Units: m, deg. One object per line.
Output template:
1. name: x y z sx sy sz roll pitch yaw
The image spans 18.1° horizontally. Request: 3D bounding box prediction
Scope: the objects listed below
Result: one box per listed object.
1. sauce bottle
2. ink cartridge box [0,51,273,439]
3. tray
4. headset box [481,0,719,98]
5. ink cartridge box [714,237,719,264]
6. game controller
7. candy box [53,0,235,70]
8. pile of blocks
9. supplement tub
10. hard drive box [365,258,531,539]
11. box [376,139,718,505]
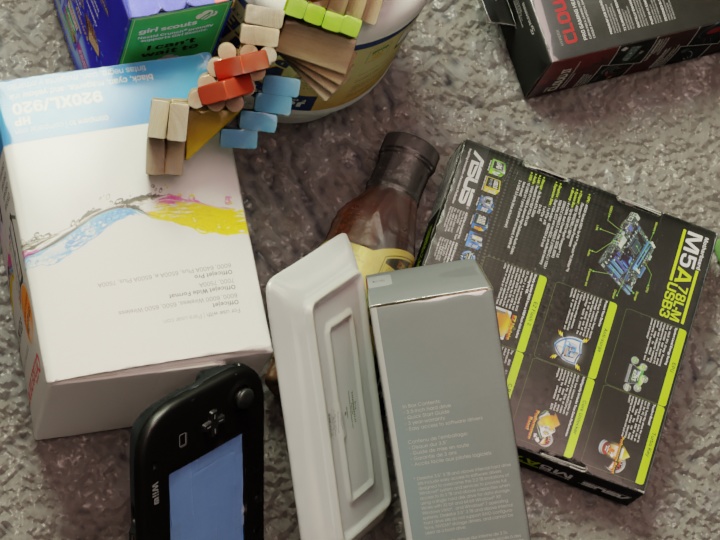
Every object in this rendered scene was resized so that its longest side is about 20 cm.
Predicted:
1. sauce bottle: 0.000 0.000 1.511 0.066 0.066 0.200 24 72 -3
2. ink cartridge box: -0.152 -0.012 1.441 0.144 0.147 0.200 -9 74 -14
3. tray: -0.014 0.086 1.422 0.107 0.022 0.200 -33 120 -56
4. headset box: 0.174 -0.217 1.609 0.200 0.075 0.149 -14 76 -15
5. ink cartridge box: 0.329 0.043 1.521 0.084 0.146 0.200 -14 76 -17
6. game controller: -0.099 0.154 1.380 0.042 0.200 0.104 18 33 28
7. candy box: -0.154 -0.204 1.472 0.077 0.200 0.169 -15 77 -15
8. pile of blocks: -0.052 -0.123 1.349 0.082 0.062 0.200 42 93 -7
9. supplement tub: -0.033 -0.186 1.490 0.144 0.200 0.145 3 74 -11
10. hard drive box: 0.056 0.103 1.405 0.077 0.156 0.200 -9 96 0
11. box: 0.126 0.034 1.537 0.193 0.048 0.200 20 70 -6
